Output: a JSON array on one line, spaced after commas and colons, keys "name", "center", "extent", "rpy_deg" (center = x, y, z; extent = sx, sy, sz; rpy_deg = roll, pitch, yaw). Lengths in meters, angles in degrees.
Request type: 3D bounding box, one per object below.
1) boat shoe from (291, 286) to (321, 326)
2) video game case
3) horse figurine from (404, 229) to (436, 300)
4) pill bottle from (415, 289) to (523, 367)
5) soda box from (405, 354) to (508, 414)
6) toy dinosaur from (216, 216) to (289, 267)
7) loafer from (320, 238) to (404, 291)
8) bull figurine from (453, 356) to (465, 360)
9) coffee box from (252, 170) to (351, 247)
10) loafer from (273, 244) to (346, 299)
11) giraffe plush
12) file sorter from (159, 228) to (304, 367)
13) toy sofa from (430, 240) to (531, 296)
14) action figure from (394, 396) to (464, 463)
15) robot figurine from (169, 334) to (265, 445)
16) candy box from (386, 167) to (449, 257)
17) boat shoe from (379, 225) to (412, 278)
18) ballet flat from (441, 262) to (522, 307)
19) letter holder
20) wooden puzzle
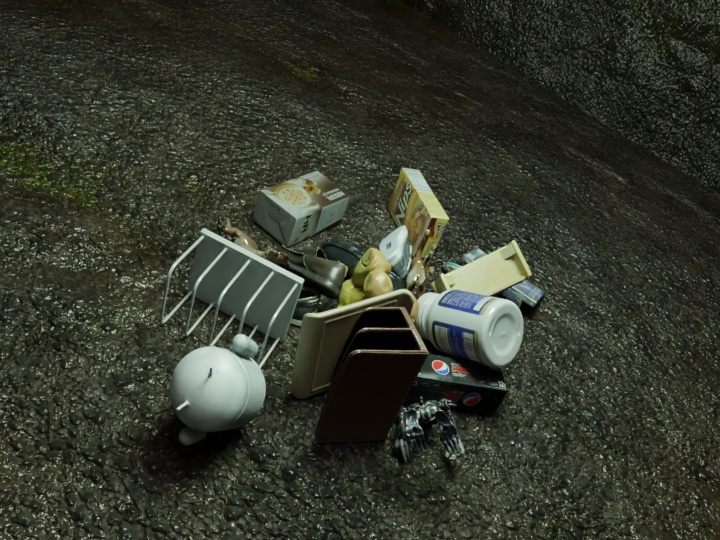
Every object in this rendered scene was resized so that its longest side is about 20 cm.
[{"name": "boat shoe", "center": [-0.169, 0.042, 1.293], "extent": [0.194, 0.069, 0.073], "rpy_deg": [15, 34, -10]}, {"name": "video game case", "center": [0.337, 0.013, 1.646], "extent": [0.198, 0.019, 0.142], "rpy_deg": [36, 19, 16]}, {"name": "horse figurine", "center": [0.124, 0.015, 1.475], "extent": [0.049, 0.134, 0.203], "rpy_deg": [16, 46, -4]}, {"name": "pill bottle", "center": [0.193, 0.100, 1.306], "extent": [0.117, 0.124, 0.198], "rpy_deg": [-9, 13, -38]}, {"name": "soda box", "center": [0.163, 0.204, 1.269], "extent": [0.194, 0.072, 0.064], "rpy_deg": [11, 36, -17]}, {"name": "toy dinosaur", "center": [-0.220, -0.035, 1.355], "extent": [0.133, 0.088, 0.200], "rpy_deg": [18, 12, -27]}, {"name": "loafer", "center": [0.000, 0.000, 1.447], "extent": [0.197, 0.069, 0.070], "rpy_deg": [32, 25, 5]}, {"name": "bull figurine", "center": [0.255, 0.128, 1.413], "extent": [0.119, 0.066, 0.201], "rpy_deg": [-11, 27, 34]}, {"name": "coffee box", "center": [-0.127, -0.139, 1.546], "extent": [0.114, 0.081, 0.198], "rpy_deg": [37, 37, 20]}, {"name": "loafer", "center": [-0.093, -0.008, 1.352], "extent": [0.198, 0.073, 0.072], "rpy_deg": [27, 73, 41]}, {"name": "giraffe plush", "center": [0.038, 0.078, 1.309], "extent": [0.159, 0.199, 0.177], "rpy_deg": [25, 70, -23]}, {"name": "file sorter", "center": [-0.219, 0.056, 1.179], "extent": [0.196, 0.141, 0.125], "rpy_deg": [26, 36, 4]}, {"name": "toy sofa", "center": [0.249, 0.022, 1.467], "extent": [0.196, 0.098, 0.084], "rpy_deg": [-24, 78, -17]}, {"name": "action figure", "center": [0.107, 0.260, 1.137], "extent": [0.115, 0.105, 0.200], "rpy_deg": [-7, -6, 3]}, {"name": "robot figurine", "center": [-0.203, 0.170, 1.007], "extent": [0.111, 0.173, 0.200], "rpy_deg": [26, -5, 11]}, {"name": "candy box", "center": [0.133, -0.139, 1.672], "extent": [0.054, 0.117, 0.202], "rpy_deg": [4, 38, -26]}, {"name": "boat shoe", "center": [0.086, -0.038, 1.559], "extent": [0.068, 0.071, 0.201], "rpy_deg": [53, 15, -15]}, {"name": "ballet flat", "center": [0.262, 0.050, 1.545], "extent": [0.196, 0.073, 0.073], "rpy_deg": [25, 34, 0]}, {"name": "letter holder", "center": [-0.003, 0.166, 1.103], "extent": [0.138, 0.203, 0.102], "rpy_deg": [2, 38, -27]}, {"name": "wooden puzzle", "center": [-0.017, 0.117, 1.153], "extent": [0.195, 0.188, 0.037], "rpy_deg": [-11, 44, -28]}]
